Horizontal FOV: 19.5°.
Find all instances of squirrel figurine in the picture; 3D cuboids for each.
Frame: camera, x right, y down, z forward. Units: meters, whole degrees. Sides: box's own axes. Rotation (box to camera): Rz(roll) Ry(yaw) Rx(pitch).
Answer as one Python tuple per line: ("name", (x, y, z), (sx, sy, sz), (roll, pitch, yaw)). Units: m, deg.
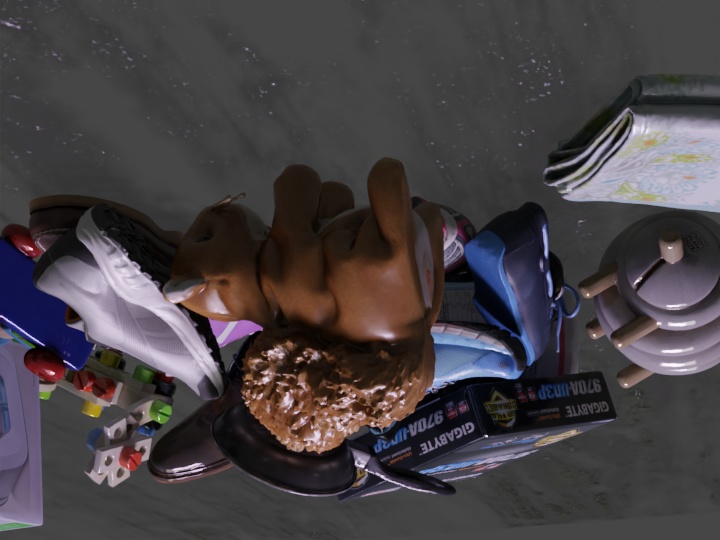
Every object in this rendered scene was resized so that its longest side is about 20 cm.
("squirrel figurine", (-0.043, 0.027, 1.466), (0.186, 0.201, 0.142), (-4, 174, 13))

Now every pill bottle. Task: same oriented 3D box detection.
("pill bottle", (0.083, 0.061, 1.810), (0.199, 0.109, 0.109), (-2, 166, -5))

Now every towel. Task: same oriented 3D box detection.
("towel", (0.240, -0.082, 1.402), (0.199, 0.048, 0.171), (0, 166, -15))

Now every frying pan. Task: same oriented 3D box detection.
("frying pan", (-0.019, 0.141, 1.544), (0.189, 0.031, 0.115), (22, -158, 1))

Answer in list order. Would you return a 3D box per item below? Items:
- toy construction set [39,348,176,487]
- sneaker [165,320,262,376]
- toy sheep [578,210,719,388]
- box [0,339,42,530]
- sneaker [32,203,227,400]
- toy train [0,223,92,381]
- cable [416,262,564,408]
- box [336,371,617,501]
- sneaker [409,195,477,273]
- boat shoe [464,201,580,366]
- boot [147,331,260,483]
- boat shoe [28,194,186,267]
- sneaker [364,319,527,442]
("toy construction set", (-0.239, 0.103, 1.824), (0.200, 0.092, 0.131), (39, -169, 30))
("sneaker", (-0.112, 0.043, 1.780), (0.114, 0.073, 0.200), (-5, 168, -14))
("toy sheep", (0.242, 0.018, 1.636), (0.137, 0.139, 0.200), (-5, 161, 6))
("box", (-0.349, 0.107, 1.708), (0.096, 0.201, 0.176), (-10, 163, 24))
("sneaker", (-0.163, 0.032, 1.519), (0.079, 0.074, 0.200), (-33, 132, 8))
("toy train", (-0.297, 0.002, 1.590), (0.115, 0.085, 0.200), (7, 154, 48))
("cable", (0.069, 0.052, 1.715), (0.199, 0.164, 0.051), (-2, -152, -7))
("box", (0.092, 0.134, 1.717), (0.159, 0.046, 0.200), (-27, 165, 35))
("sneaker", (0.000, 0.000, 1.608), (0.199, 0.081, 0.075), (-16, 164, 39))
("boat shoe", (0.131, 0.014, 1.602), (0.069, 0.084, 0.200), (-42, 162, -10))
("boot", (-0.107, 0.102, 1.819), (0.200, 0.075, 0.097), (-32, 140, -16))
("boat shoe", (-0.179, -0.005, 1.568), (0.070, 0.071, 0.200), (-6, 165, 28))
("sneaker", (0.034, 0.084, 1.602), (0.199, 0.090, 0.078), (-7, 175, 24))
